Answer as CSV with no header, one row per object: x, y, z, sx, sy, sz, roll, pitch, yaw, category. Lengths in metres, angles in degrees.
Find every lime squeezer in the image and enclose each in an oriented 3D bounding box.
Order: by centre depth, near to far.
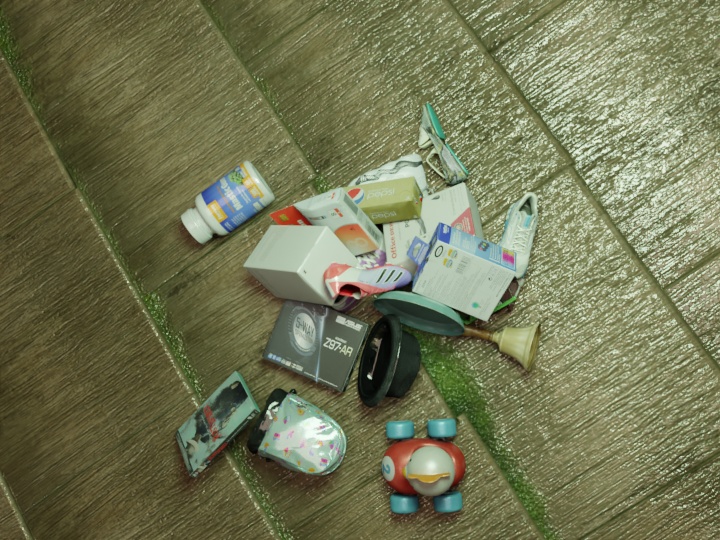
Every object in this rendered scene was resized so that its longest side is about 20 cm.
0.232,0.081,1.457,0.199,0.038,0.071,5,77,28,lime squeezer

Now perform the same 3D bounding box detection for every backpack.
-0.127,0.359,1.460,0.199,0.127,0.168,25,83,9,backpack

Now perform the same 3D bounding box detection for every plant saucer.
0.124,0.086,1.426,0.199,0.200,0.028,16,74,11,plant saucer

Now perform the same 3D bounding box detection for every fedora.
0.070,0.197,1.456,0.091,0.200,0.202,17,84,-20,fedora

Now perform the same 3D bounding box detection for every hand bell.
0.273,0.140,1.464,0.199,0.104,0.105,13,84,23,hand bell

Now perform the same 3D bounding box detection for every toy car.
0.122,0.400,1.378,0.176,0.200,0.185,-4,81,8,toy car

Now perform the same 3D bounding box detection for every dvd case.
-0.316,0.333,1.503,0.200,0.022,0.146,-46,39,2,dvd case

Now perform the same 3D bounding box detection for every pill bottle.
-0.305,-0.150,1.568,0.200,0.112,0.112,-35,78,2,pill bottle

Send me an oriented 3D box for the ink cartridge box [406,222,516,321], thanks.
0.189,-0.003,1.356,0.199,0.076,0.137,21,124,-4,ink cartridge box

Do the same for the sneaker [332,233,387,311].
0.000,0.001,1.499,0.072,0.114,0.201,29,86,13,sneaker

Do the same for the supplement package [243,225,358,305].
-0.127,-0.014,1.455,0.199,0.120,0.122,6,57,49,supplement package

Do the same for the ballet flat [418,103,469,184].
0.169,-0.279,1.539,0.072,0.072,0.201,-27,77,4,ballet flat

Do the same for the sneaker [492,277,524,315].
0.244,0.039,1.478,0.199,0.076,0.116,15,88,11,sneaker

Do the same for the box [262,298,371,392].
-0.097,0.158,1.526,0.199,0.044,0.161,22,86,11,box

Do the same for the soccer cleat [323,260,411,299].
0.018,0.027,1.382,0.199,0.067,0.077,5,54,-29,soccer cleat

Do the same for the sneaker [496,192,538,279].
0.333,-0.078,1.442,0.075,0.087,0.201,14,66,0,sneaker

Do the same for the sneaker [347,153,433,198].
0.064,-0.171,1.533,0.199,0.075,0.115,-25,77,1,sneaker

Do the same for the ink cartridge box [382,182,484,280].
0.153,-0.077,1.455,0.199,0.083,0.147,-20,54,21,ink cartridge box

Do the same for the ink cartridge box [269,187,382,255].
-0.078,-0.086,1.468,0.199,0.162,0.050,-18,45,30,ink cartridge box

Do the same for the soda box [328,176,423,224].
0.029,-0.142,1.463,0.199,0.064,0.068,-6,55,23,soda box
